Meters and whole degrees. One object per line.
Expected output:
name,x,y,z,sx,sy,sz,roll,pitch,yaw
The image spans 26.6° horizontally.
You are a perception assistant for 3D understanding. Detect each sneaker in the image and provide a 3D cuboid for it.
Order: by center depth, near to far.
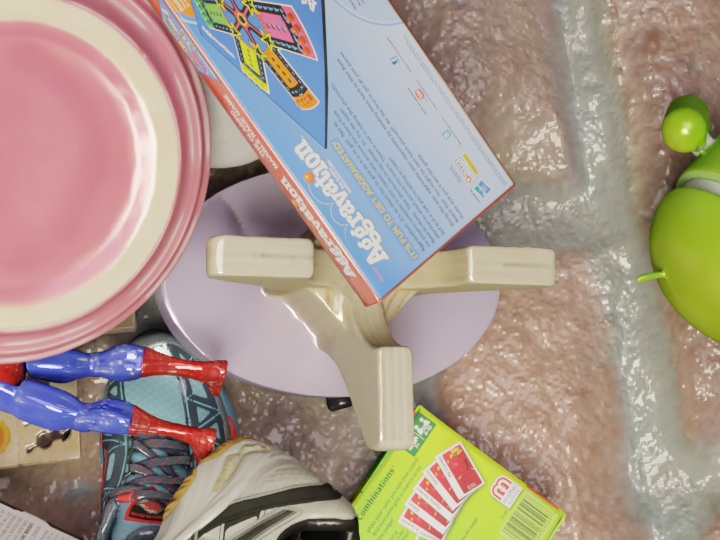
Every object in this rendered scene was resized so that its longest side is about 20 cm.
sneaker,-0.075,0.164,0.698,0.087,0.076,0.200,23,58,27
sneaker,-0.101,0.127,0.803,0.078,0.096,0.202,-2,78,-6

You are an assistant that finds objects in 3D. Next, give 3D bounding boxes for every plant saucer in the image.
plant saucer,-0.160,-0.051,0.695,0.199,0.051,0.203,-6,105,-21

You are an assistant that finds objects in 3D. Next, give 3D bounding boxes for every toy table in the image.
toy table,0.000,0.000,0.806,0.198,0.117,0.186,-11,88,-21

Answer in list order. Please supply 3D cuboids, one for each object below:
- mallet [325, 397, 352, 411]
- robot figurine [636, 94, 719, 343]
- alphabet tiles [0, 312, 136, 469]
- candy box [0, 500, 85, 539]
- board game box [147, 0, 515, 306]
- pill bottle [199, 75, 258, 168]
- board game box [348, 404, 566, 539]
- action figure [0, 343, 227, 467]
mallet,-0.025,-0.023,0.877,0.065,0.041,0.202,-21,86,-13
robot figurine,0.246,-0.039,0.865,0.175,0.116,0.200,44,78,-1
alphabet tiles,-0.206,0.008,0.831,0.165,0.008,0.202,-6,76,0
candy box,-0.246,0.163,0.764,0.199,0.061,0.137,25,116,0
board game box,-0.017,-0.093,0.731,0.103,0.019,0.201,-39,98,-28
pill bottle,-0.062,-0.156,0.828,0.112,0.113,0.201,22,46,-1
board game box,0.013,0.186,0.828,0.101,0.048,0.201,35,77,3
action figure,-0.174,0.067,0.776,0.198,0.099,0.066,13,59,-8
